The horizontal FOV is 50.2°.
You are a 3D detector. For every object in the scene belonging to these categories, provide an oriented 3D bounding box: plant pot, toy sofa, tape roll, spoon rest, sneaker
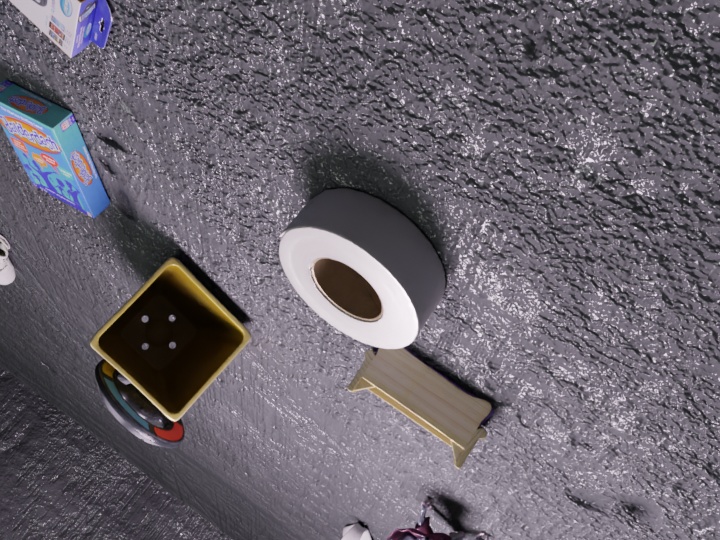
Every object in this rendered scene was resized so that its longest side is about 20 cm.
[{"bbox_3d":[-0.341,0.115,1.353,0.196,0.195,0.200,46,164,-14],"label":"plant pot"},{"bbox_3d":[0.086,0.181,1.082,0.199,0.098,0.083,33,175,9],"label":"toy sofa"},{"bbox_3d":[0.000,0.000,0.922,0.201,0.071,0.204,28,149,18],"label":"tape roll"},{"bbox_3d":[-0.005,0.643,1.841,0.099,0.061,0.200,30,163,16],"label":"spoon rest"},{"bbox_3d":[-0.885,-0.029,1.862,0.115,0.074,0.201,20,144,35],"label":"sneaker"}]

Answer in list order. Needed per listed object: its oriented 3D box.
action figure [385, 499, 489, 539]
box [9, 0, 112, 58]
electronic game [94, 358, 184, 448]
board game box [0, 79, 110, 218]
[{"bbox_3d":[0.136,0.512,1.397,0.133,0.150,0.199,27,-178,36],"label":"action figure"},{"bbox_3d":[-0.381,-0.344,0.905,0.200,0.042,0.119,45,150,-6],"label":"box"},{"bbox_3d":[-0.383,0.230,1.340,0.200,0.042,0.200,47,-178,-2],"label":"electronic game"},{"bbox_3d":[-0.498,-0.192,1.238,0.151,0.045,0.201,26,147,21],"label":"board game box"}]
